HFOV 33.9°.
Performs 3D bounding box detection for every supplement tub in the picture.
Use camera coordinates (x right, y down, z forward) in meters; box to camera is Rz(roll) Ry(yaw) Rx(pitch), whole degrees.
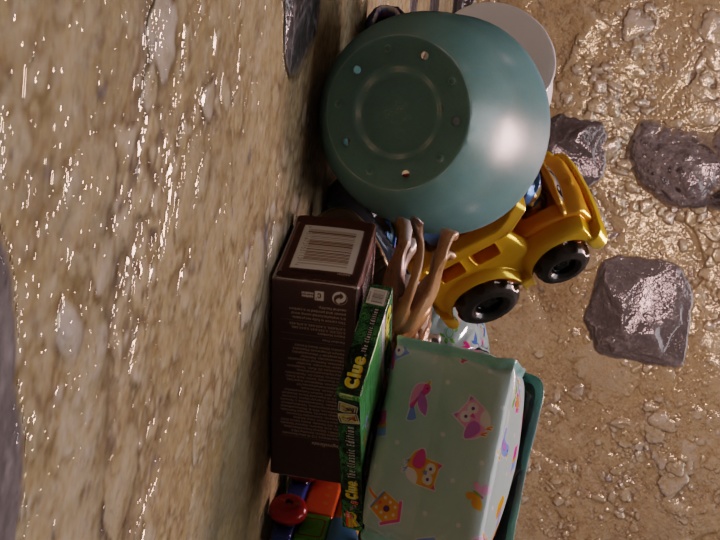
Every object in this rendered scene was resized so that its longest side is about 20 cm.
[{"bbox_3d":[0.124,-0.176,1.249,0.200,0.138,0.142,106,-6,-70],"label":"supplement tub"}]

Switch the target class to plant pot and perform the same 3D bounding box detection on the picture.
[{"bbox_3d":[0.054,-0.130,1.021,0.161,0.198,0.204,-12,109,-71],"label":"plant pot"}]

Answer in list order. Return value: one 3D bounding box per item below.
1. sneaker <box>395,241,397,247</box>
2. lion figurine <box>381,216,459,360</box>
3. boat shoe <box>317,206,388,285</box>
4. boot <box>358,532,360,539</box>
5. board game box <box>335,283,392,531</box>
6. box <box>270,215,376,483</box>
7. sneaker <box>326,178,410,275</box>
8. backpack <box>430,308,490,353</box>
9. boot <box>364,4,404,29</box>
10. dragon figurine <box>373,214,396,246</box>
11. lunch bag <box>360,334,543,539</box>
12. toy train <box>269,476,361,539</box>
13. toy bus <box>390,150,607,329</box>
[{"bbox_3d":[0.038,-0.056,1.390,0.200,0.072,0.078,175,-75,-80],"label":"sneaker"},{"bbox_3d":[0.038,0.027,1.007,0.200,0.072,0.124,48,63,-75],"label":"lion figurine"},{"bbox_3d":[-0.003,0.026,1.113,0.065,0.071,0.202,-123,-168,-63],"label":"boat shoe"},{"bbox_3d":[0.013,0.271,1.196,0.200,0.072,0.152,-54,-129,45],"label":"boot"},{"bbox_3d":[0.004,0.115,0.950,0.201,0.023,0.106,89,17,-49],"label":"board game box"},{"bbox_3d":[-0.032,0.066,0.983,0.101,0.074,0.202,-73,167,-57],"label":"box"},{"bbox_3d":[0.000,0.000,1.178,0.201,0.081,0.070,60,-1,-36],"label":"sneaker"},{"bbox_3d":[0.066,0.072,1.452,0.200,0.175,0.153,0,76,-79],"label":"backpack"},{"bbox_3d":[0.021,-0.202,1.211,0.201,0.072,0.091,-90,178,-61],"label":"boot"},{"bbox_3d":[0.008,-0.033,1.289,0.099,0.058,0.203,-29,127,-83],"label":"dragon figurine"},{"bbox_3d":[0.081,0.152,0.992,0.200,0.120,0.173,36,65,-73],"label":"lunch bag"},{"bbox_3d":[-0.016,0.219,1.106,0.200,0.114,0.086,-68,165,-67],"label":"toy train"},{"bbox_3d":[0.122,-0.059,1.176,0.192,0.198,0.137,43,24,-54],"label":"toy bus"}]
